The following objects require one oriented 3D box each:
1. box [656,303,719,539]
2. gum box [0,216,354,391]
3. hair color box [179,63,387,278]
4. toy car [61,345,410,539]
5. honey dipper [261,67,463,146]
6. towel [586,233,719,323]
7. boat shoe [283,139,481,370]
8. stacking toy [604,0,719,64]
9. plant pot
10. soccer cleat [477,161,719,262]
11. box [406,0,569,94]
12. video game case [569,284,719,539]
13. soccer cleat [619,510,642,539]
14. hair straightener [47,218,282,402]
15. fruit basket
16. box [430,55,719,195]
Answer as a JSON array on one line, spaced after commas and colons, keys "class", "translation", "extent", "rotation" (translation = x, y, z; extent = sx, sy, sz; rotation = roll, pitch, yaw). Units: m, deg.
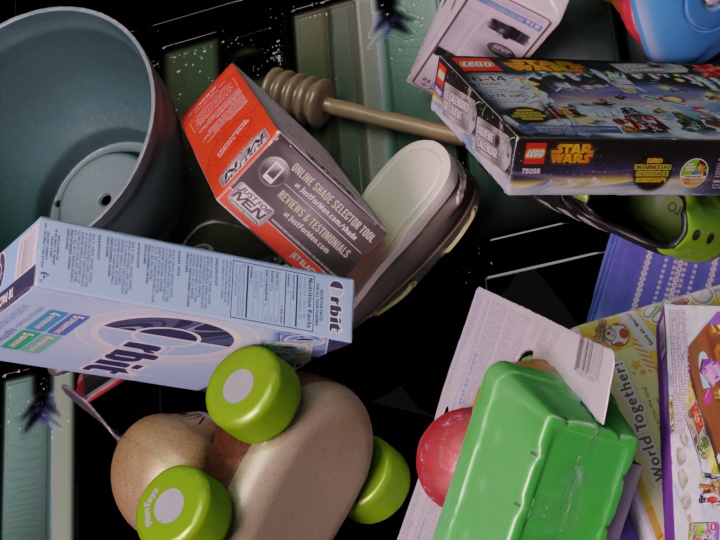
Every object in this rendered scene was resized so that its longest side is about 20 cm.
[{"class": "box", "translation": [0.238, 0.119, 0.939], "extent": [0.136, 0.039, 0.201], "rotation": [2, 67, 2]}, {"class": "gum box", "translation": [-0.130, 0.028, 1.030], "extent": [0.170, 0.199, 0.045], "rotation": [-29, 54, 57]}, {"class": "hair color box", "translation": [-0.056, -0.065, 1.118], "extent": [0.061, 0.101, 0.200], "rotation": [-46, 21, 4]}, {"class": "toy car", "translation": [-0.101, 0.120, 1.087], "extent": [0.199, 0.164, 0.158], "rotation": [20, 75, 42]}, {"class": "honey dipper", "translation": [0.020, -0.106, 1.204], "extent": [0.199, 0.038, 0.038], "rotation": [18, 74, 25]}, {"class": "towel", "translation": [0.250, 0.000, 1.065], "extent": [0.199, 0.024, 0.146], "rotation": [11, 72, 26]}, {"class": "boat shoe", "translation": [0.001, 0.002, 1.140], "extent": [0.202, 0.060, 0.072], "rotation": [-46, 49, 9]}, {"class": "stacking toy", "translation": [0.179, -0.231, 1.166], "extent": [0.116, 0.110, 0.200], "rotation": [-40, 46, -11]}, {"class": "plant pot", "translation": [-0.208, -0.071, 1.222], "extent": [0.199, 0.134, 0.201], "rotation": [-9, 64, 19]}, {"class": "soccer cleat", "translation": [0.146, -0.061, 1.071], "extent": [0.199, 0.081, 0.068], "rotation": [27, 103, 35]}, {"class": "box", "translation": [0.097, -0.190, 1.114], "extent": [0.060, 0.200, 0.117], "rotation": [24, 76, -4]}, {"class": "video game case", "translation": [0.238, 0.101, 0.980], "extent": [0.181, 0.023, 0.201], "rotation": [-15, 68, -6]}, {"class": "soccer cleat", "translation": [0.151, 0.127, 1.009], "extent": [0.067, 0.076, 0.201], "rotation": [-36, 50, 56]}, {"class": "hair straightener", "translation": [-0.140, 0.022, 1.170], "extent": [0.199, 0.077, 0.041], "rotation": [-28, 39, 19]}, {"class": "fruit basket", "translation": [0.085, 0.116, 0.991], "extent": [0.093, 0.200, 0.186], "rotation": [16, 94, -16]}, {"class": "box", "translation": [0.159, -0.090, 1.029], "extent": [0.199, 0.040, 0.137], "rotation": [-1, 26, -19]}]
